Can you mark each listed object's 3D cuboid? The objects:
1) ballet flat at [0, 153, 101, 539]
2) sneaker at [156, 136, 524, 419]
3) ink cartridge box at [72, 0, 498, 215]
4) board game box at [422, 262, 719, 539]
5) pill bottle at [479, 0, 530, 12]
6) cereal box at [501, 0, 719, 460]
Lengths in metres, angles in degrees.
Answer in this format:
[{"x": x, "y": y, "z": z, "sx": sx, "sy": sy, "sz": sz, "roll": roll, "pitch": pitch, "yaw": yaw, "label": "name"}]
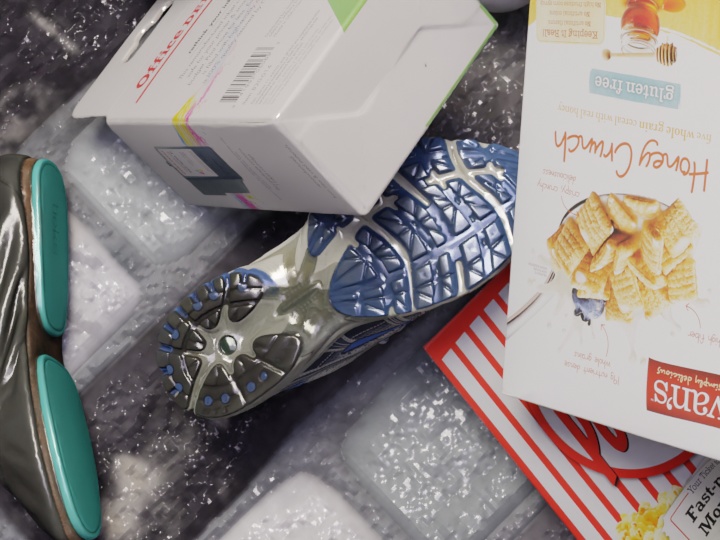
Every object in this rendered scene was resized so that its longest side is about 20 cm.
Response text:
[{"x": -0.167, "y": 0.043, "z": 1.266, "sx": 0.068, "sy": 0.068, "sz": 0.202, "roll": -13, "pitch": 67, "yaw": 12, "label": "ballet flat"}, {"x": 0.000, "y": 0.000, "z": 1.236, "sx": 0.199, "sy": 0.085, "sz": 0.078, "roll": -28, "pitch": 81, "yaw": 14, "label": "sneaker"}, {"x": -0.040, "y": -0.092, "z": 1.235, "sx": 0.067, "sy": 0.199, "sz": 0.117, "roll": 45, "pitch": 70, "yaw": -27, "label": "ink cartridge box"}, {"x": 0.145, "y": 0.060, "z": 1.205, "sx": 0.200, "sy": 0.046, "sz": 0.152, "roll": 50, "pitch": 118, "yaw": 13, "label": "board game box"}, {"x": 0.046, "y": -0.201, "z": 1.267, "sx": 0.199, "sy": 0.112, "sz": 0.113, "roll": 35, "pitch": 83, "yaw": 11, "label": "pill bottle"}, {"x": 0.126, "y": -0.030, "z": 1.127, "sx": 0.143, "sy": 0.039, "sz": 0.202, "roll": 14, "pitch": 105, "yaw": 48, "label": "cereal box"}]
